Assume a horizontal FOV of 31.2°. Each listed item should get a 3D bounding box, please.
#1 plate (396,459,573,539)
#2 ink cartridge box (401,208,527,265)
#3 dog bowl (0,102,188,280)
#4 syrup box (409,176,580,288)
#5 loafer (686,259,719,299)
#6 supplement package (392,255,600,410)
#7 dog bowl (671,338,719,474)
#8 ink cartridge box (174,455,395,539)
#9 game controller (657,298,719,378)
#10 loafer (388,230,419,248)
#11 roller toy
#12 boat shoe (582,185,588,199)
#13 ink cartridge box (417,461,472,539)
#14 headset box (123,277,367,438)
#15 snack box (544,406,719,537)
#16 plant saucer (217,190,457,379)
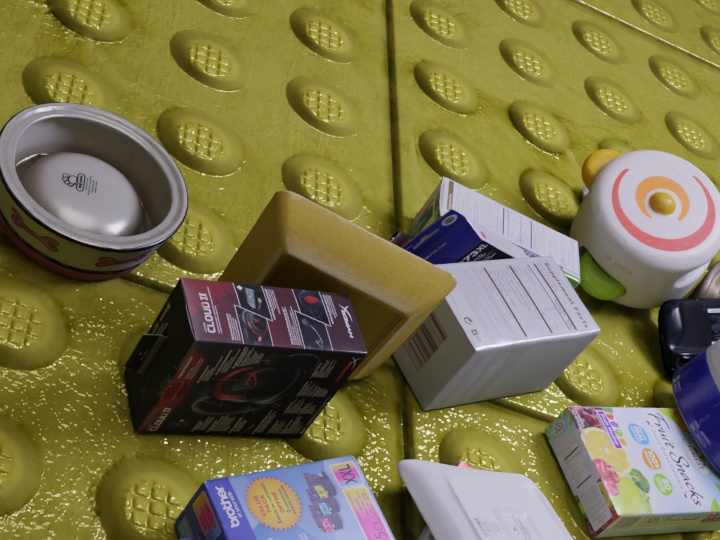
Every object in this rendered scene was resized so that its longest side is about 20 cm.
[{"bbox_3d":[0.150,0.263,1.264,0.199,0.032,0.200,15,33,-41],"label":"plate"},{"bbox_3d":[0.116,-0.008,1.457,0.200,0.095,0.037,25,32,-57],"label":"ink cartridge box"},{"bbox_3d":[-0.280,-0.075,1.310,0.199,0.074,0.201,20,42,-19],"label":"dog bowl"},{"bbox_3d":[0.165,-0.027,1.586,0.199,0.079,0.082,24,40,-15],"label":"syrup box"},{"bbox_3d":[0.522,0.024,1.800,0.067,0.076,0.200,44,39,21],"label":"loafer"},{"bbox_3d":[0.146,0.067,1.445,0.199,0.117,0.118,-4,53,-39],"label":"supplement package"},{"bbox_3d":[0.466,0.183,1.550,0.200,0.079,0.201,39,27,-24],"label":"dog bowl"},{"bbox_3d":[-0.072,0.249,1.136,0.199,0.076,0.137,-5,54,-38],"label":"ink cartridge box"},{"bbox_3d":[0.465,0.088,1.701,0.199,0.042,0.105,0,73,-37],"label":"game controller"},{"bbox_3d":[0.000,0.000,1.440,0.071,0.073,0.200,40,37,7],"label":"loafer"},{"bbox_3d":[0.375,-0.059,1.683,0.181,0.140,0.201,6,60,-5],"label":"roller toy"},{"bbox_3d":[0.409,-0.075,1.823,0.198,0.068,0.074,12,50,9],"label":"boat shoe"},{"bbox_3d":[0.139,0.287,1.272,0.162,0.050,0.200,37,42,1],"label":"ink cartridge box"},{"bbox_3d":[-0.118,0.085,1.206,0.199,0.149,0.075,6,48,-32],"label":"headset box"},{"bbox_3d":[0.321,0.226,1.465,0.199,0.053,0.143,6,48,-33],"label":"snack box"},{"bbox_3d":[-0.035,0.032,1.290,0.199,0.200,0.049,26,50,-11],"label":"plant saucer"}]
